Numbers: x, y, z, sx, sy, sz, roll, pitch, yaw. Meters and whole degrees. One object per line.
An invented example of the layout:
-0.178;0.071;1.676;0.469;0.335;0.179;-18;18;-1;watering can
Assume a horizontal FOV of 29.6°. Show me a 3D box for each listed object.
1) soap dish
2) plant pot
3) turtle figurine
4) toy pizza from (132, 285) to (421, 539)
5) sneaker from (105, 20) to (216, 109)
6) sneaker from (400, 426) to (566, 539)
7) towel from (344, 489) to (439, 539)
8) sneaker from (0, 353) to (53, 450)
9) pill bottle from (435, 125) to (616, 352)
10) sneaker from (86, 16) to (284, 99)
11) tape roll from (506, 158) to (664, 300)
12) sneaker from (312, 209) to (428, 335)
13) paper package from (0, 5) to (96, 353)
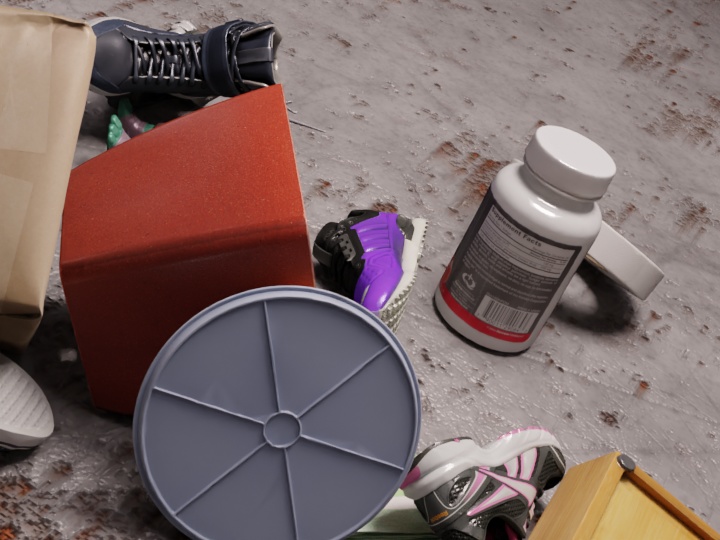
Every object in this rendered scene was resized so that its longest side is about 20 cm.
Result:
0.200;0.234;1.013;0.157;0.081;0.200;40;31;6;soap dish
-0.125;0.001;1.026;0.176;0.200;0.200;-8;37;-3;plant pot
-0.133;-0.117;1.288;0.200;0.101;0.150;7;6;-4;turtle figurine
-0.056;0.104;0.938;0.200;0.200;0.032;16;12;-17;toy pizza
-0.188;-0.204;1.411;0.090;0.067;0.200;27;29;6;sneaker
0.101;0.179;1.049;0.200;0.080;0.086;0;59;-52;sneaker
-0.021;0.134;1.073;0.152;0.023;0.200;6;36;-32;towel
-0.302;0.081;0.907;0.200;0.079;0.078;32;27;-42;sneaker
0.157;-0.031;1.277;0.111;0.200;0.111;19;31;-12;pill bottle
-0.160;-0.200;1.272;0.146;0.077;0.202;2;4;35;sneaker
0.227;-0.042;1.417;0.203;0.037;0.203;37;5;-4;tape roll
0.000;0.000;1.254;0.099;0.070;0.200;19;27;1;sneaker
-0.257;-0.057;0.945;0.103;0.191;0.200;11;76;-14;paper package
